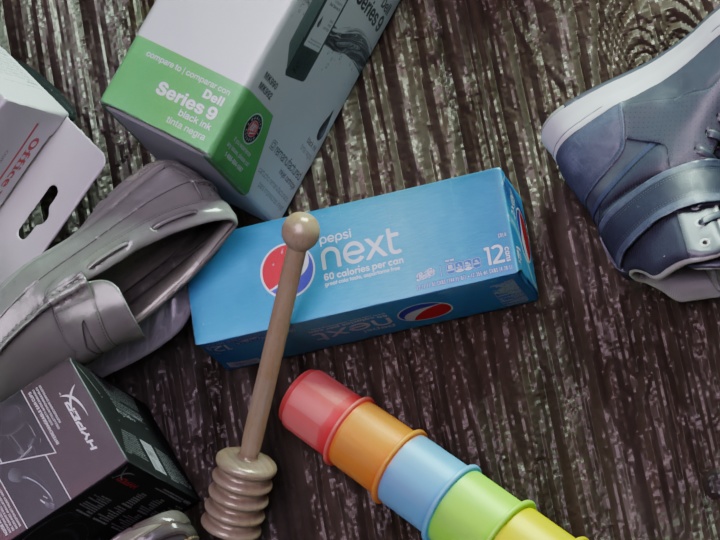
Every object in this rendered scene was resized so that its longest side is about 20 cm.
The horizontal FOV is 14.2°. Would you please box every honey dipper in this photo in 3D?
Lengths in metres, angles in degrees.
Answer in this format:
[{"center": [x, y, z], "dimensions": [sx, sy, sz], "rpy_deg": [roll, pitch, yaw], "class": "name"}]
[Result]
[{"center": [-0.054, 0.061, 1.676], "dimensions": [0.038, 0.038, 0.201], "rpy_deg": [21, 111, 19], "class": "honey dipper"}]

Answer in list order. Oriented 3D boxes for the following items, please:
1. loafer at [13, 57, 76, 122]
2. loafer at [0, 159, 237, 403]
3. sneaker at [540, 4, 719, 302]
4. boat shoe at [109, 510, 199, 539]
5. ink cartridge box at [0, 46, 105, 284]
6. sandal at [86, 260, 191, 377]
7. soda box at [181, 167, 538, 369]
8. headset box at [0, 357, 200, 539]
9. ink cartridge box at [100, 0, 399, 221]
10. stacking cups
[{"center": [-0.264, -0.117, 1.819], "dimensions": [0.199, 0.073, 0.073], "rpy_deg": [27, 92, 29], "class": "loafer"}, {"center": [-0.155, 0.018, 1.669], "dimensions": [0.200, 0.070, 0.070], "rpy_deg": [-46, 51, -12], "class": "loafer"}, {"center": [0.218, -0.070, 1.660], "dimensions": [0.202, 0.077, 0.147], "rpy_deg": [-33, 58, 14], "class": "sneaker"}, {"center": [-0.159, 0.226, 1.698], "dimensions": [0.073, 0.074, 0.200], "rpy_deg": [45, 99, 11], "class": "boat shoe"}, {"center": [-0.257, -0.088, 1.732], "dimensions": [0.200, 0.068, 0.116], "rpy_deg": [43, 105, 27], "class": "ink cartridge box"}, {"center": [-0.192, 0.049, 1.756], "dimensions": [0.206, 0.059, 0.080], "rpy_deg": [-21, 90, 7], "class": "sandal"}, {"center": [0.000, 0.000, 1.714], "dimensions": [0.199, 0.064, 0.068], "rpy_deg": [-13, 72, 11], "class": "soda box"}, {"center": [-0.210, 0.148, 1.684], "dimensions": [0.199, 0.149, 0.077], "rpy_deg": [-33, 72, 5], "class": "headset box"}, {"center": [-0.054, -0.148, 1.725], "dimensions": [0.084, 0.146, 0.201], "rpy_deg": [26, 83, 20], "class": "ink cartridge box"}, {"center": [0.040, 0.126, 1.679], "dimensions": [0.200, 0.061, 0.061], "rpy_deg": [35, 86, 26], "class": "stacking cups"}]
